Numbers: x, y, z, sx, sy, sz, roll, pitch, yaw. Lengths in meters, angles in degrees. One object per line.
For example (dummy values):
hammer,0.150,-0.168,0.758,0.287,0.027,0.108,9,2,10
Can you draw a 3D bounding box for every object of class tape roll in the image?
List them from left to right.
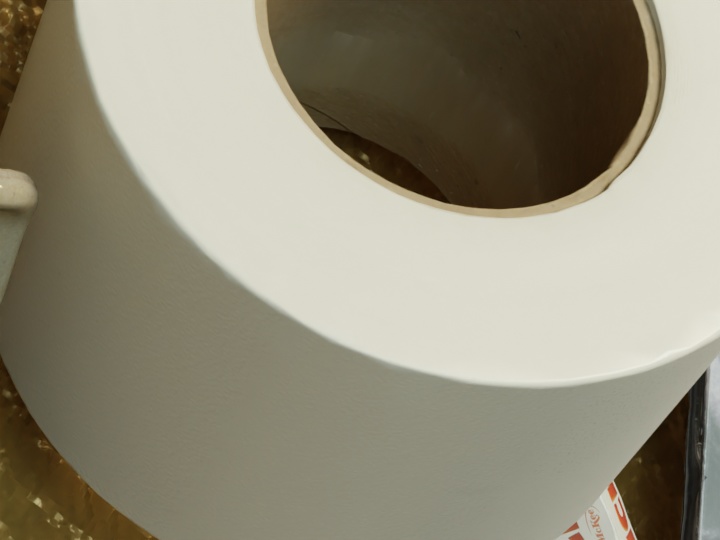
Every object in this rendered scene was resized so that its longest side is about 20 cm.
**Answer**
tape roll,0.008,-0.030,0.794,0.202,0.139,0.203,8,59,-14

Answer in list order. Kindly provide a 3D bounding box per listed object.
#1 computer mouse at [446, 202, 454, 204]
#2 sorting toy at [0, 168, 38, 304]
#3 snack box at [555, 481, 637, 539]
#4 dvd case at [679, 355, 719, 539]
computer mouse,0.000,0.000,0.886,0.200,0.034,0.059,19,64,-15
sorting toy,-0.189,0.046,0.720,0.185,0.036,0.200,8,125,-24
snack box,0.067,0.141,0.882,0.072,0.024,0.200,-21,95,15
dvd case,0.193,0.047,0.924,0.200,0.016,0.149,6,84,-20
